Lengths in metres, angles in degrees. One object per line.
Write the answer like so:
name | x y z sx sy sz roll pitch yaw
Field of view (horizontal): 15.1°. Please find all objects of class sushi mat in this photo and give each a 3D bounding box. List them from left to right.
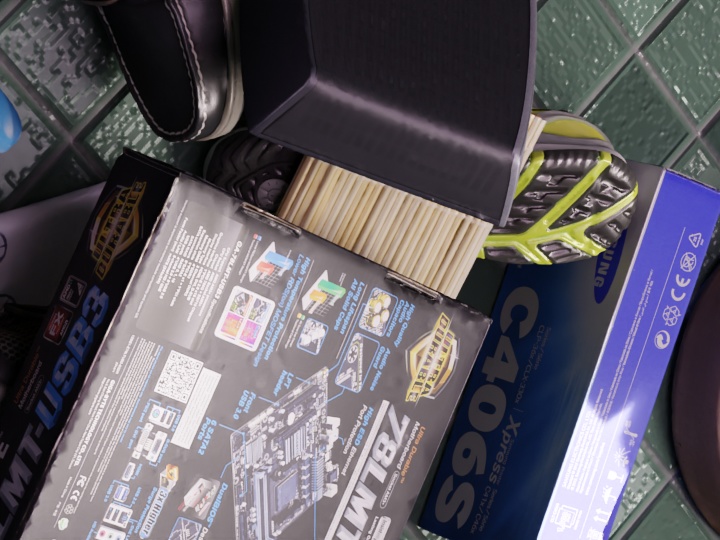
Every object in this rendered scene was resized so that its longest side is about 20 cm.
sushi mat | 0.000 0.000 1.218 0.095 0.012 0.200 18 113 -20

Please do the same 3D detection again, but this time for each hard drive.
hard drive | 0.016 -0.121 1.160 0.135 0.042 0.200 20 46 -21

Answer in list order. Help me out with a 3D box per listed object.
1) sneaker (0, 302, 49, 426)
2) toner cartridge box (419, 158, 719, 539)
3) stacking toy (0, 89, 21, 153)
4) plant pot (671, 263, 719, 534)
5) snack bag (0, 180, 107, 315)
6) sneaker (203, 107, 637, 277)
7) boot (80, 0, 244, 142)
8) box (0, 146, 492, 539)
sneaker | -0.113 0.022 1.147 0.199 0.076 0.115 14 90 -37
toner cartridge box | 0.100 0.045 1.297 0.043 0.095 0.201 20 88 -33
stacking toy | -0.239 -0.024 1.077 0.110 0.116 0.200 41 89 -28
plant pot | 0.285 0.074 1.374 0.200 0.174 0.201 -7 104 -30
snack bag | -0.161 0.075 1.182 0.188 0.021 0.201 -18 109 -29
sneaker | 0.024 -0.041 1.252 0.199 0.076 0.076 3 119 -15
boot | -0.135 -0.131 1.108 0.154 0.073 0.204 -28 107 -42
box | -0.058 0.075 1.129 0.198 0.050 0.200 24 89 -44
